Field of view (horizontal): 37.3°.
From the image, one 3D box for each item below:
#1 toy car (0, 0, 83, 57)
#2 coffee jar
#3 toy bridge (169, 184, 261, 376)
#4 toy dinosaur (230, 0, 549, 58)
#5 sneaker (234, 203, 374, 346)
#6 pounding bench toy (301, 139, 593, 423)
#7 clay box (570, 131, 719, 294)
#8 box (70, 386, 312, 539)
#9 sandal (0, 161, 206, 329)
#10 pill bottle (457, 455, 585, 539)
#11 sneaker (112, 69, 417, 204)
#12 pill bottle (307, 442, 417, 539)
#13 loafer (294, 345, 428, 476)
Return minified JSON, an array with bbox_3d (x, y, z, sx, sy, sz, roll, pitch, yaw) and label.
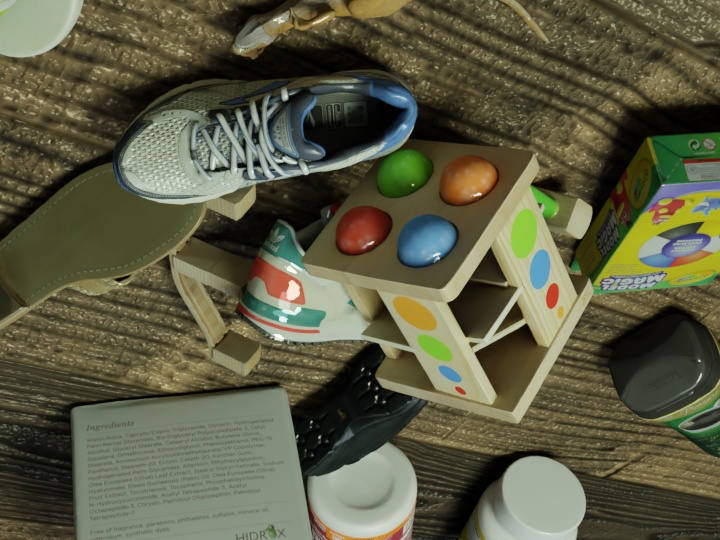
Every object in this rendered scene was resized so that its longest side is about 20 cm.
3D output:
[{"bbox_3d":[-0.194,-0.179,0.493,0.150,0.175,0.200,45,120,-9],"label":"toy car"},{"bbox_3d":[0.333,0.115,1.050,0.104,0.085,0.200,-34,139,28],"label":"coffee jar"},{"bbox_3d":[-0.109,-0.002,0.792,0.067,0.027,0.200,23,141,17],"label":"toy bridge"},{"bbox_3d":[0.018,-0.173,0.639,0.199,0.061,0.106,-7,166,0],"label":"toy dinosaur"},{"bbox_3d":[-0.001,0.000,0.807,0.199,0.070,0.094,-1,116,-44],"label":"sneaker"},{"bbox_3d":[0.080,-0.028,0.755,0.124,0.200,0.156,11,144,40],"label":"pounding bench toy"},{"bbox_3d":[0.248,-0.035,0.844,0.115,0.048,0.200,-5,152,-10],"label":"clay box"},{"bbox_3d":[-0.157,0.235,0.977,0.199,0.172,0.199,-4,140,-12],"label":"box"},{"bbox_3d":[-0.195,-0.016,0.758,0.211,0.078,0.070,-26,173,11],"label":"sandal"},{"bbox_3d":[0.177,0.302,1.210,0.114,0.114,0.200,-1,140,-16],"label":"pill bottle"},{"bbox_3d":[-0.057,-0.089,0.665,0.199,0.085,0.077,-15,101,-9],"label":"sneaker"},{"bbox_3d":[0.000,0.267,1.114,0.109,0.110,0.200,-8,141,-8],"label":"pill bottle"},{"bbox_3d":[0.015,0.122,0.984,0.201,0.068,0.070,-43,152,28],"label":"loafer"}]
